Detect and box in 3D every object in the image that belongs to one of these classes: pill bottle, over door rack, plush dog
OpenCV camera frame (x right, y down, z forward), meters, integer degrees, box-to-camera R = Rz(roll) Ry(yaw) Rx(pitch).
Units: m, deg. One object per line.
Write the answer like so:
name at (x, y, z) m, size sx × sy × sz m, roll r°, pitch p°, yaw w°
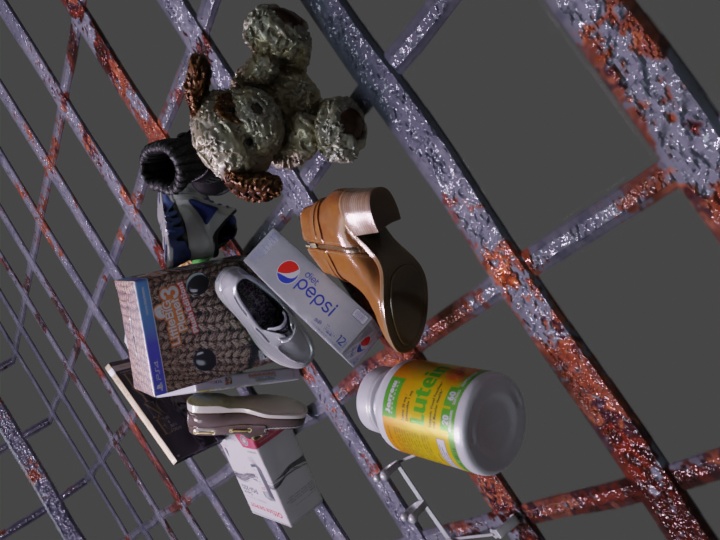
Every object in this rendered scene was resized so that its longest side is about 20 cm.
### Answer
pill bottle at (0.086, 0.165, 0.932) m, size 0.198 × 0.110 × 0.113 m, roll 2°, pitch 116°, yaw 51°
over door rack at (0.100, 0.311, 1.060) m, size 0.149 × 0.066 × 0.200 m, roll 53°, pitch 145°, yaw 8°
plush dog at (-0.116, -0.170, 0.891) m, size 0.202 × 0.171 × 0.160 m, roll 58°, pitch 145°, yaw 0°

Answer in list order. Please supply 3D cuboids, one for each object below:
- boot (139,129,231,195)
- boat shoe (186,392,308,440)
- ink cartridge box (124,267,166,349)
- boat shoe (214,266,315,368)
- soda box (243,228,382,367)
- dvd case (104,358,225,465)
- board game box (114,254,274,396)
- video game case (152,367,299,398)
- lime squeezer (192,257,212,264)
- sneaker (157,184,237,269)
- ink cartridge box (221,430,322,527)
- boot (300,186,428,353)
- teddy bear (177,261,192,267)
boot at (-0.228, -0.139, 1.067) m, size 0.080 × 0.157 × 0.210 m, roll 58°, pitch 145°, yaw 0°
boat shoe at (-0.184, 0.240, 1.281) m, size 0.072 × 0.195 × 0.061 m, roll -100°, pitch 13°, yaw -75°
ink cartridge box at (-0.372, 0.118, 1.500) m, size 0.148 × 0.085 × 0.201 m, roll 47°, pitch 145°, yaw 16°
boat shoe at (-0.124, 0.072, 1.124) m, size 0.068 × 0.072 × 0.201 m, roll 15°, pitch 144°, yaw 56°
soda box at (-0.063, 0.034, 1.048) m, size 0.199 × 0.064 × 0.068 m, roll 41°, pitch 174°, yaw 25°
dvd case at (-0.328, 0.226, 1.341) m, size 0.016 × 0.148 × 0.201 m, roll -44°, pitch 77°, yaw 18°
board game box at (-0.237, 0.074, 1.154) m, size 0.096 × 0.197 × 0.163 m, roll 0°, pitch 101°, yaw 57°
video game case at (-0.222, 0.182, 1.280) m, size 0.199 × 0.179 × 0.023 m, roll -17°, pitch 78°, yaw 54°
lime squeezer at (-0.259, -0.033, 1.240) m, size 0.037 × 0.070 × 0.204 m, roll -21°, pitch 57°, yaw 37°
sneaker at (-0.248, -0.086, 1.204) m, size 0.081 × 0.113 × 0.202 m, roll 113°, pitch 149°, yaw -47°
ink cartridge box at (-0.167, 0.337, 1.401) m, size 0.144 × 0.084 × 0.203 m, roll -5°, pitch 112°, yaw 53°
boot at (0.000, 0.000, 0.960) m, size 0.153 × 0.073 × 0.205 m, roll -6°, pitch 98°, yaw 52°
teddy bear at (-0.256, 0.044, 1.315) m, size 0.201 × 0.066 × 0.145 m, roll 53°, pitch 147°, yaw 11°
